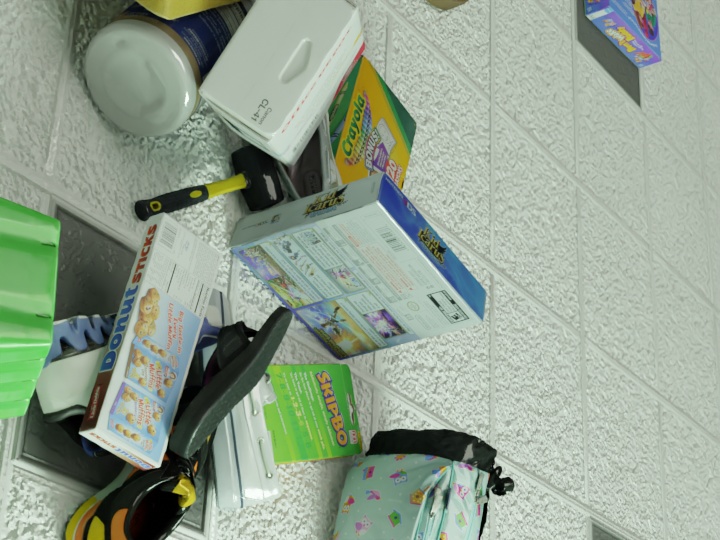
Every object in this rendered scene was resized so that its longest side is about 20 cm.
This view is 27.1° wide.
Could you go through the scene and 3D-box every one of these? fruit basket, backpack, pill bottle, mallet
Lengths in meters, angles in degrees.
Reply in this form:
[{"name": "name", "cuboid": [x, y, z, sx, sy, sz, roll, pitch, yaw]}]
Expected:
[{"name": "fruit basket", "cuboid": [-0.317, 0.016, 1.031, 0.215, 0.214, 0.157, 29, 53, -49]}, {"name": "backpack", "cuboid": [0.047, 0.263, 1.502, 0.126, 0.166, 0.202, 31, 64, -34]}, {"name": "pill bottle", "cuboid": [-0.164, -0.216, 1.401, 0.112, 0.110, 0.200, 61, 34, -19]}, {"name": "mallet", "cuboid": [-0.143, -0.067, 1.446, 0.200, 0.041, 0.066, -34, 102, -52]}]

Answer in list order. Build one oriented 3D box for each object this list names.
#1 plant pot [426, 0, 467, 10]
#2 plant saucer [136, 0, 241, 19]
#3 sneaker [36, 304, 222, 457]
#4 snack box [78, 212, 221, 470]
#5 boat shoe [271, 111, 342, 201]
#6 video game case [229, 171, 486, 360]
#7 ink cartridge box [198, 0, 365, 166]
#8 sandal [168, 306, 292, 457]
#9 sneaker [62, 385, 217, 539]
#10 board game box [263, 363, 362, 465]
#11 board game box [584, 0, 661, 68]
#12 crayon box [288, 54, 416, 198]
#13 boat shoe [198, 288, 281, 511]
[{"name": "plant pot", "cuboid": [0.121, -0.452, 1.962, 0.200, 0.092, 0.203, 29, 54, -50]}, {"name": "plant saucer", "cuboid": [-0.187, -0.316, 1.363, 0.199, 0.049, 0.200, 38, 30, 13]}, {"name": "sneaker", "cuboid": [-0.202, 0.093, 1.253, 0.198, 0.080, 0.116, -9, 88, -51]}, {"name": "snack box", "cuboid": [-0.168, 0.056, 1.222, 0.072, 0.024, 0.202, 38, 53, -37]}, {"name": "boat shoe", "cuboid": [-0.067, -0.143, 1.529, 0.065, 0.074, 0.204, 55, 19, -77]}, {"name": "video game case", "cuboid": [0.000, 0.000, 1.497, 0.200, 0.180, 0.046, 48, 40, -36]}, {"name": "ink cartridge box", "cuboid": [-0.067, -0.187, 1.393, 0.085, 0.148, 0.200, 33, -1, 5]}, {"name": "sandal", "cuboid": [-0.114, 0.080, 1.271, 0.048, 0.076, 0.200, 31, 34, 8]}, {"name": "sneaker", "cuboid": [-0.158, 0.174, 1.244, 0.070, 0.089, 0.201, 58, 45, -25]}, {"name": "board game box", "cuboid": [-0.065, 0.142, 1.480, 0.199, 0.030, 0.097, 3, 75, -54]}, {"name": "board game box", "cuboid": [0.434, -0.443, 2.485, 0.199, 0.044, 0.136, 30, 52, -48]}, {"name": "crayon box", "cuboid": [-0.006, -0.125, 1.656, 0.119, 0.058, 0.201, 48, 41, -36]}, {"name": "boat shoe", "cuboid": [-0.110, 0.115, 1.367, 0.074, 0.066, 0.202, -179, -97, -80]}]
